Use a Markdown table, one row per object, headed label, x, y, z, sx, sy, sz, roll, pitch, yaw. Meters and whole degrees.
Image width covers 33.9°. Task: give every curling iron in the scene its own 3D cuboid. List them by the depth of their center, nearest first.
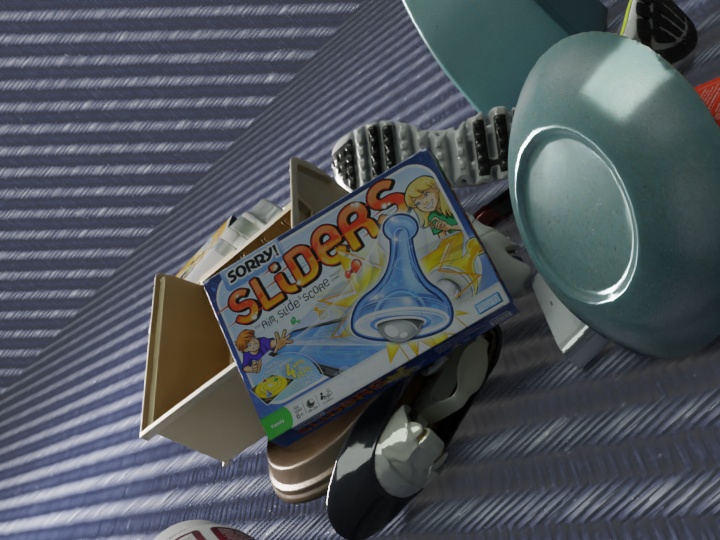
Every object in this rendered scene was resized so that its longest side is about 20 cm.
| label | x | y | z | sx | sy | sz | roll | pitch | yaw |
| --- | --- | --- | --- | --- | --- | --- | --- | --- | --- |
| curling iron | 0.122 | -0.045 | 1.053 | 0.199 | 0.026 | 0.050 | -39 | 29 | -4 |

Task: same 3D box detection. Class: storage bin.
| label | x | y | z | sx | sy | sz | roll | pitch | yaw |
| --- | --- | --- | --- | --- | --- | --- | --- | --- | --- |
| storage bin | -0.090 | 0.034 | 1.030 | 0.199 | 0.093 | 0.200 | -37 | 39 | 32 |

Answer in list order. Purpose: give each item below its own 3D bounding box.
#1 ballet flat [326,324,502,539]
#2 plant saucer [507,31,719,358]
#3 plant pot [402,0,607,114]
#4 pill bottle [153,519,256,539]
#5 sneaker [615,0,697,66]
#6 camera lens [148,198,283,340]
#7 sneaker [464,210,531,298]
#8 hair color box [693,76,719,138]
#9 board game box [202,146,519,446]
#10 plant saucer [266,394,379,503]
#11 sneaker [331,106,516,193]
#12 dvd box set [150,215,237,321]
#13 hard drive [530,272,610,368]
| label | x | y | z | sx | sy | sz | roll | pitch | yaw |
| --- | --- | --- | --- | --- | --- | --- | --- | --- | --- |
| ballet flat | 0.045 | 0.106 | 0.856 | 0.201 | 0.073 | 0.073 | -54 | 16 | -25 |
| plant saucer | 0.140 | -0.037 | 0.700 | 0.038 | 0.203 | 0.201 | -20 | 2 | -27 |
| plant pot | 0.140 | -0.275 | 1.246 | 0.141 | 0.200 | 0.142 | -38 | 19 | 32 |
| pill bottle | -0.100 | 0.245 | 0.843 | 0.110 | 0.109 | 0.200 | -52 | 15 | -11 |
| sneaker | 0.226 | -0.172 | 1.011 | 0.081 | 0.074 | 0.201 | -34 | 20 | 51 |
| camera lens | -0.114 | 0.047 | 1.255 | 0.201 | 0.160 | 0.160 | -50 | 16 | -7 |
| sneaker | 0.083 | -0.010 | 0.963 | 0.200 | 0.086 | 0.075 | -102 | 18 | -69 |
| hair color box | 0.251 | -0.068 | 0.635 | 0.061 | 0.101 | 0.199 | -55 | 16 | -26 |
| board game box | -0.003 | 0.019 | 0.859 | 0.199 | 0.136 | 0.034 | -31 | -23 | 9 |
| plant saucer | -0.012 | 0.104 | 0.989 | 0.200 | 0.029 | 0.201 | -42 | 20 | 19 |
| sneaker | 0.070 | -0.099 | 1.068 | 0.198 | 0.076 | 0.081 | -3 | -2 | 23 |
| dvd box set | -0.287 | 0.002 | 2.081 | 0.200 | 0.029 | 0.147 | -45 | 16 | 16 |
| hard drive | 0.206 | -0.032 | 0.818 | 0.200 | 0.026 | 0.132 | -46 | 16 | 14 |
